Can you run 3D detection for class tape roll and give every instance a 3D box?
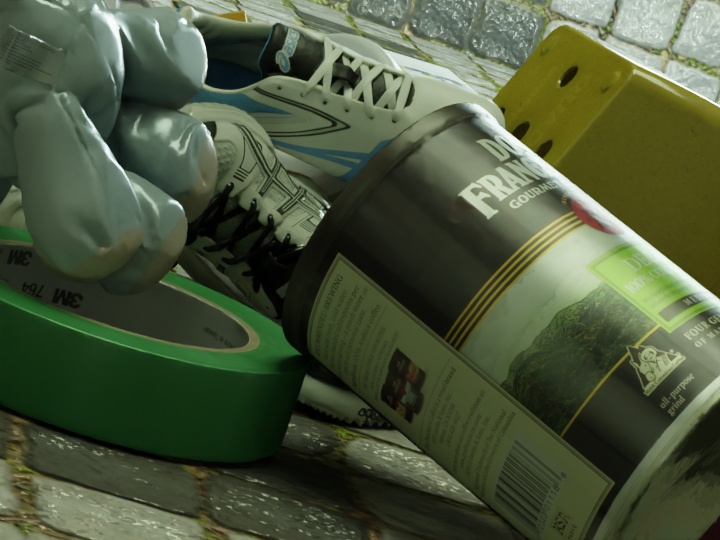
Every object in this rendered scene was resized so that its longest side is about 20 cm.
[{"bbox_3d":[-0.125,0.033,1.434,0.200,0.048,0.200,19,10,-3],"label":"tape roll"}]

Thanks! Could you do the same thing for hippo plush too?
[{"bbox_3d":[-0.178,-0.062,1.422,0.160,0.160,0.200,-10,-20,26],"label":"hippo plush"}]

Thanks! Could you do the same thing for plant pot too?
[{"bbox_3d":[0.147,-0.023,1.665,0.176,0.200,0.200,40,2,-21],"label":"plant pot"}]

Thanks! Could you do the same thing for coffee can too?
[{"bbox_3d":[0.084,0.038,1.392,0.200,0.147,0.146,40,17,21],"label":"coffee can"}]

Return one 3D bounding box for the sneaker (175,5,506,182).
[{"bbox_3d":[-0.018,-0.096,1.629,0.199,0.072,0.073,13,-32,7],"label":"sneaker"}]

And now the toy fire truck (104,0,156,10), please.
[{"bbox_3d":[-0.226,-0.201,1.886,0.199,0.112,0.168,-1,57,-42],"label":"toy fire truck"}]

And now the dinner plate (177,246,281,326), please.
[{"bbox_3d":[-0.080,-0.017,1.700,0.200,0.024,0.200,44,13,-12],"label":"dinner plate"}]

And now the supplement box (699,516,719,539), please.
[{"bbox_3d":[0.180,0.088,1.539,0.199,0.111,0.086,14,12,-28],"label":"supplement box"}]

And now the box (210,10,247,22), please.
[{"bbox_3d":[-0.156,-0.116,1.713,0.200,0.042,0.119,-16,6,-44],"label":"box"}]

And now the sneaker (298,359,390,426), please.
[{"bbox_3d":[0.037,0.029,1.612,0.069,0.100,0.200,27,13,29],"label":"sneaker"}]

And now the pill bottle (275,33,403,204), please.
[{"bbox_3d":[0.013,-0.041,1.767,0.111,0.111,0.200,27,-16,39],"label":"pill bottle"}]

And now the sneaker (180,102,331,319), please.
[{"bbox_3d":[-0.052,-0.023,1.583,0.200,0.076,0.088,27,23,-55],"label":"sneaker"}]

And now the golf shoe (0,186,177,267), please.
[{"bbox_3d":[-0.173,-0.034,1.639,0.092,0.073,0.200,26,12,28],"label":"golf shoe"}]

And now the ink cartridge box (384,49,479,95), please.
[{"bbox_3d":[0.042,-0.087,2.221,0.068,0.116,0.200,16,11,-15],"label":"ink cartridge box"}]
